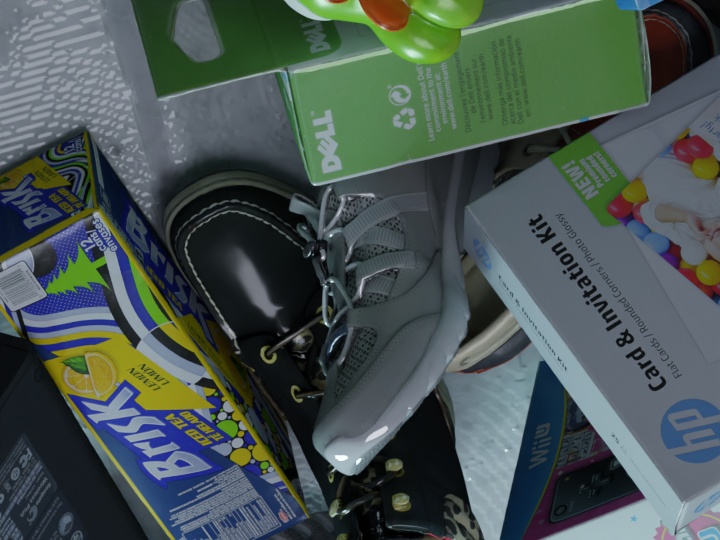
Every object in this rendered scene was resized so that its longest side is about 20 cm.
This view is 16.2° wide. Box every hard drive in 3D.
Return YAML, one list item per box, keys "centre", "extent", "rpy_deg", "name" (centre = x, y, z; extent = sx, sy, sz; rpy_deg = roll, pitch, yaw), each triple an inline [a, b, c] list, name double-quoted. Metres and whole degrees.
- centre: [-0.152, 0.143, 1.112]
  extent: [0.033, 0.140, 0.201]
  rpy_deg: [12, 146, 29]
  name: "hard drive"

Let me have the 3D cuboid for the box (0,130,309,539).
- centre: [-0.098, 0.039, 1.136]
  extent: [0.064, 0.070, 0.201]
  rpy_deg: [-27, 125, 6]
  name: "box"

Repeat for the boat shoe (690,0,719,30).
- centre: [0.154, -0.161, 1.061]
  extent: [0.074, 0.073, 0.200]
  rpy_deg: [-28, 124, 6]
  name: "boat shoe"

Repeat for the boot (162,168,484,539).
- centre: [-0.008, 0.060, 1.119]
  extent: [0.073, 0.154, 0.204]
  rpy_deg: [-32, 125, 11]
  name: "boot"

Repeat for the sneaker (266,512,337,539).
- centre: [-0.048, 0.183, 1.201]
  extent: [0.199, 0.075, 0.082]
  rpy_deg: [-27, 146, -38]
  name: "sneaker"

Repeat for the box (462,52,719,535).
- centre: [0.165, -0.010, 1.034]
  extent: [0.199, 0.156, 0.041]
  rpy_deg: [-30, 158, -12]
  name: "box"

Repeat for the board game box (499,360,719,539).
- centre: [0.168, 0.070, 1.134]
  extent: [0.199, 0.148, 0.064]
  rpy_deg: [-26, 116, 28]
  name: "board game box"

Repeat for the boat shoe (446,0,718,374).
- centre: [0.087, -0.035, 1.120]
  extent: [0.200, 0.071, 0.062]
  rpy_deg: [-55, 161, 22]
  name: "boat shoe"

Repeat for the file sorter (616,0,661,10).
- centre: [0.191, -0.196, 0.954]
  extent: [0.199, 0.122, 0.140]
  rpy_deg: [-27, 112, -28]
  name: "file sorter"

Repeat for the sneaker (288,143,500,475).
- centre: [0.000, 0.000, 1.072]
  extent: [0.082, 0.201, 0.075]
  rpy_deg: [26, 135, -14]
  name: "sneaker"

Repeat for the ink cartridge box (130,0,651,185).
- centre: [0.011, -0.094, 1.054]
  extent: [0.199, 0.104, 0.060]
  rpy_deg: [-14, 124, -4]
  name: "ink cartridge box"

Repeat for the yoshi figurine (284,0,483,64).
- centre: [-0.029, -0.160, 0.993]
  extent: [0.200, 0.112, 0.112]
  rpy_deg: [40, 71, 2]
  name: "yoshi figurine"
